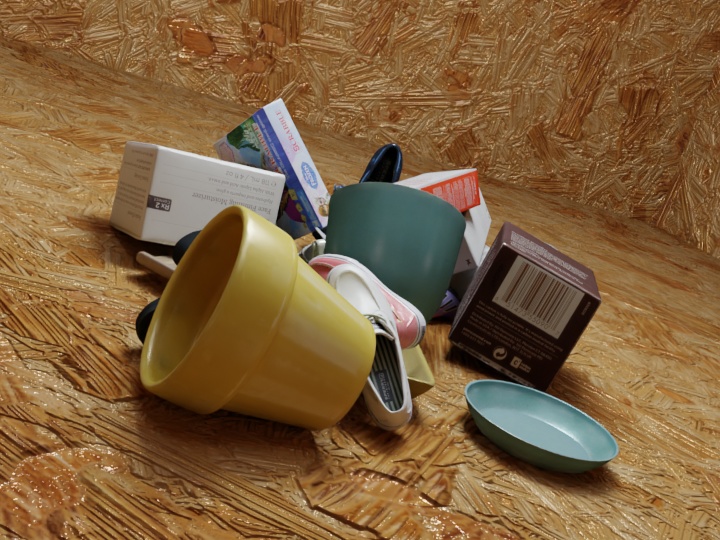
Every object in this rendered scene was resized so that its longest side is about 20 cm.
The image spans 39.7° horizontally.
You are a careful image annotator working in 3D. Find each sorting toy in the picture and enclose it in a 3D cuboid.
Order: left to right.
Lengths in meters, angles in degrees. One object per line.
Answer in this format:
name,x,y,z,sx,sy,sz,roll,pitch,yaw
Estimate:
sorting toy,-0.183,0.023,1.359,0.183,0.037,0.199,26,11,26

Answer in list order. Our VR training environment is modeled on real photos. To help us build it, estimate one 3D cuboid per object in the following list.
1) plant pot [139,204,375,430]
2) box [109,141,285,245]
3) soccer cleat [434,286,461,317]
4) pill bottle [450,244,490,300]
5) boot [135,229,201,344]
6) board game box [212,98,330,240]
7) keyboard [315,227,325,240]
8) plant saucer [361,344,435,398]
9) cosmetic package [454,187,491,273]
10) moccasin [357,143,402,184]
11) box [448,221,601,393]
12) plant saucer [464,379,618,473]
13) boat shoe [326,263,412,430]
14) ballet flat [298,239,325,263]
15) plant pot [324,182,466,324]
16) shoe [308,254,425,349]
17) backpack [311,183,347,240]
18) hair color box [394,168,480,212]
plant pot,-0.094,0.065,1.013,0.187,0.202,0.201,29,9,-25
box,-0.243,-0.102,1.466,0.196,0.133,0.199,10,4,-28
soccer cleat,0.092,0.047,1.564,0.067,0.074,0.199,-13,-29,34
pill bottle,0.196,0.013,1.708,0.113,0.116,0.200,13,13,-20
boot,-0.191,0.020,1.177,0.198,0.077,0.168,-12,32,-29
board game box,-0.136,-0.143,1.571,0.041,0.202,0.199,-30,5,-31
keyboard,0.000,0.000,1.534,0.200,0.011,0.056,43,-1,-41
plant saucer,-0.020,0.100,1.241,0.197,0.049,0.200,16,14,-11
cosmetic package,0.146,-0.063,1.658,0.111,0.082,0.200,-18,18,20
moccasin,0.011,-0.112,1.577,0.079,0.203,0.068,16,-10,0
box,0.244,0.050,1.485,0.164,0.166,0.200,29,15,3
plant saucer,0.215,0.195,1.216,0.197,0.036,0.200,17,14,-4
boat shoe,0.016,0.076,1.116,0.073,0.202,0.067,-20,-19,-13
ballet flat,-0.050,-0.012,1.559,0.071,0.073,0.200,11,17,-26
plant pot,0.037,-0.004,1.389,0.197,0.163,0.201,11,-19,4
shoe,-0.016,0.035,1.243,0.199,0.072,0.090,33,16,34
backpack,-0.013,-0.073,1.715,0.162,0.155,0.200,28,-16,-13
hair color box,0.099,-0.111,1.542,0.100,0.062,0.199,-2,11,33
